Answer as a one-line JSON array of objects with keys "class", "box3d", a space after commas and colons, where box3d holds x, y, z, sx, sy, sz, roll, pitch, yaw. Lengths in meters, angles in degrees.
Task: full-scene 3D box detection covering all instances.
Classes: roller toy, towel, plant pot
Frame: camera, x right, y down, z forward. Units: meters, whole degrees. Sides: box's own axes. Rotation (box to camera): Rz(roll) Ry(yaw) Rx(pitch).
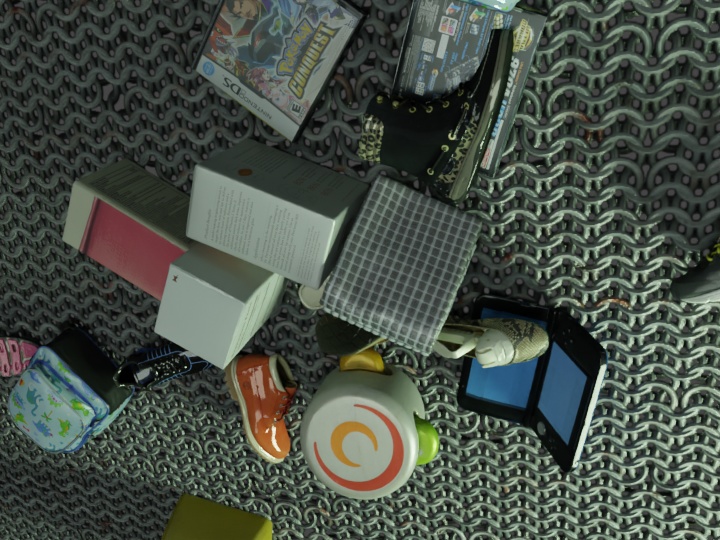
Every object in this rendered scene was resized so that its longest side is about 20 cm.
[{"class": "roller toy", "box3d": [0.005, 0.235, 1.027, 0.200, 0.140, 0.182, 45, 109, -2]}, {"class": "towel", "box3d": [0.055, -0.012, 0.875, 0.163, 0.086, 0.202, 21, 79, 9]}, {"class": "plant pot", "box3d": [-0.292, 0.581, 1.264, 0.197, 0.177, 0.203, 11, 117, 14]}]

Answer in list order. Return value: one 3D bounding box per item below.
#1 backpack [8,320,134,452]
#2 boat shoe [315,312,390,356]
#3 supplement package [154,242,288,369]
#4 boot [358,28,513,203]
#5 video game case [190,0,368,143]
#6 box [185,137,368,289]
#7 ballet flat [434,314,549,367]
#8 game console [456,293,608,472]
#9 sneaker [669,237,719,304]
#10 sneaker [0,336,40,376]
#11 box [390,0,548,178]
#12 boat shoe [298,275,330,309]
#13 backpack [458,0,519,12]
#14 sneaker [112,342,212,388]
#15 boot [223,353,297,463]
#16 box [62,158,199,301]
[{"class": "backpack", "box3d": [-0.536, 0.233, 1.209, 0.183, 0.147, 0.200, 43, 122, -1]}, {"class": "boat shoe", "box3d": [0.024, 0.077, 0.980, 0.198, 0.073, 0.077, -20, 76, 33]}, {"class": "supplement package", "box3d": [-0.185, 0.023, 0.961, 0.116, 0.200, 0.118, 27, 119, 5]}, {"class": "boot", "box3d": [0.086, -0.196, 0.790, 0.152, 0.074, 0.206, 21, 119, 11]}, {"class": "video game case", "box3d": [-0.113, -0.304, 0.890, 0.180, 0.026, 0.201, 36, 120, 1]}, {"class": "box", "box3d": [-0.111, -0.083, 0.916, 0.197, 0.152, 0.108, 22, 119, 9]}, {"class": "ballet flat", "box3d": [0.154, 0.099, 0.913, 0.198, 0.075, 0.069, 5, 115, 43]}, {"class": "game console", "box3d": [0.229, 0.156, 0.928, 0.116, 0.171, 0.203, -3, 117, -15]}, {"class": "sneaker", "box3d": [0.456, -0.035, 0.797, 0.199, 0.074, 0.085, -33, 94, 19]}, {"class": "sneaker", "box3d": [-0.699, 0.166, 1.282, 0.197, 0.087, 0.075, -11, 93, -1]}, {"class": "box", "box3d": [0.123, -0.235, 0.828, 0.157, 0.046, 0.203, 19, 118, 10]}, {"class": "boat shoe", "box3d": [0.000, 0.000, 0.979, 0.198, 0.057, 0.068, -19, 108, 20]}, {"class": "backpack", "box3d": [0.107, -0.365, 0.724, 0.197, 0.164, 0.156, 1, 123, 11]}, {"class": "sneaker", "box3d": [-0.333, 0.164, 1.146, 0.197, 0.078, 0.071, -15, 108, 25]}, {"class": "boot", "box3d": [-0.145, 0.230, 1.117, 0.106, 0.075, 0.203, -14, 107, 18]}, {"class": "box", "box3d": [-0.322, -0.061, 1.013, 0.198, 0.128, 0.110, 30, 120, 5]}]
